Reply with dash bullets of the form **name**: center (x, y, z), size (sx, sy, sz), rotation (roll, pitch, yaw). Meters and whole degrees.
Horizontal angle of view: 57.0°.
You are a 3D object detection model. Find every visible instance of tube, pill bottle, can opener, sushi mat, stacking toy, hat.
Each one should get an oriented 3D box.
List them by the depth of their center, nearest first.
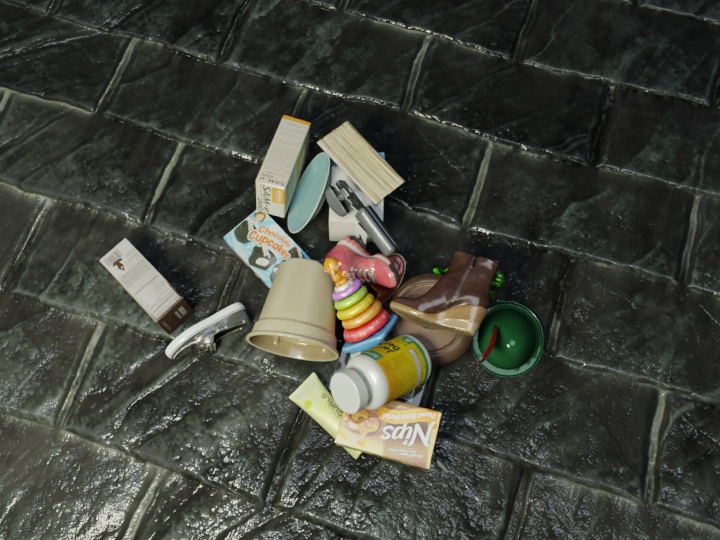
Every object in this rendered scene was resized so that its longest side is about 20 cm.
- **pill bottle**: center (0.040, 0.210, 1.327), size (0.199, 0.113, 0.113), rotation (-19, 68, -40)
- **stacking toy**: center (-0.020, 0.059, 1.380), size (0.116, 0.110, 0.201), rotation (-24, 104, 30)
- **hat**: center (0.325, 0.138, 1.410), size (0.165, 0.176, 0.201), rotation (13, 72, 6)
- **tube**: center (-0.062, 0.316, 1.424), size (0.200, 0.052, 0.058), rotation (44, 39, 17)
- **can opener**: center (0.001, -0.110, 1.441), size (0.067, 0.053, 0.200), rotation (-38, 88, 27)
- **sushi mat**: center (0.001, -0.245, 1.490), size (0.096, 0.012, 0.200), rotation (-40, 82, -18)

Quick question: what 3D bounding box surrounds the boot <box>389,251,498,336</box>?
- **boot**: center (0.176, 0.039, 1.388), size (0.199, 0.072, 0.167), rotation (14, 71, 17)

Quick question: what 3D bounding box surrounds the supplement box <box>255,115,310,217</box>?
- **supplement box**: center (-0.181, -0.244, 1.558), size (0.073, 0.126, 0.201), rotation (16, 62, 1)

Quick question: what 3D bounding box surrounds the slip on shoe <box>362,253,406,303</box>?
- **slip on shoe**: center (0.035, 0.039, 1.511), size (0.074, 0.061, 0.200), rotation (39, 74, 14)

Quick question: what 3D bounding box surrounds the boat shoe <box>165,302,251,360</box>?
- **boat shoe**: center (-0.334, 0.150, 1.477), size (0.199, 0.070, 0.066), rotation (-31, 72, -17)

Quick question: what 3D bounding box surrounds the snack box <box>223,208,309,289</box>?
- **snack box**: center (-0.212, -0.041, 1.552), size (0.116, 0.037, 0.200), rotation (-42, 75, -13)

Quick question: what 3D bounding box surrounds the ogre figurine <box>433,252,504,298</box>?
- **ogre figurine**: center (0.216, 0.046, 1.479), size (0.098, 0.200, 0.120), rotation (-3, 50, -43)

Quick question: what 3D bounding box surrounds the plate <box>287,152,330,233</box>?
- **plate**: center (-0.113, -0.176, 1.531), size (0.025, 0.200, 0.201), rotation (22, 70, -25)

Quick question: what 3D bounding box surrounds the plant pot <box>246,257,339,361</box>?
- **plant pot**: center (-0.129, 0.080, 1.426), size (0.199, 0.201, 0.184), rotation (9, 71, 4)

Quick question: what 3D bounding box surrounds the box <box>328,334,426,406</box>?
- **box**: center (0.049, 0.219, 1.454), size (0.199, 0.050, 0.158), rotation (19, 72, 7)

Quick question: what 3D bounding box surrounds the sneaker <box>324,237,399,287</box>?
- **sneaker**: center (0.000, 0.000, 1.462), size (0.087, 0.074, 0.200), rotation (-36, 44, -29)

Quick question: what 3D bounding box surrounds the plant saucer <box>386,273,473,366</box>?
- **plant saucer**: center (0.149, 0.103, 1.422), size (0.199, 0.034, 0.201), rotation (-3, 78, 13)

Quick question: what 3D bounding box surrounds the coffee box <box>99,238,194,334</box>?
- **coffee box**: center (-0.478, 0.037, 1.490), size (0.200, 0.114, 0.080), rotation (43, 76, 13)

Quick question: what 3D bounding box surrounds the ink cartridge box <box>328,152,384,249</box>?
- **ink cartridge box**: center (-0.009, -0.157, 1.541), size (0.124, 0.129, 0.201), rotation (2, 70, 0)

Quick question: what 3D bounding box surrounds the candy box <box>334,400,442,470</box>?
- **candy box**: center (0.057, 0.325, 1.361), size (0.199, 0.055, 0.116), rotation (14, 72, 6)
